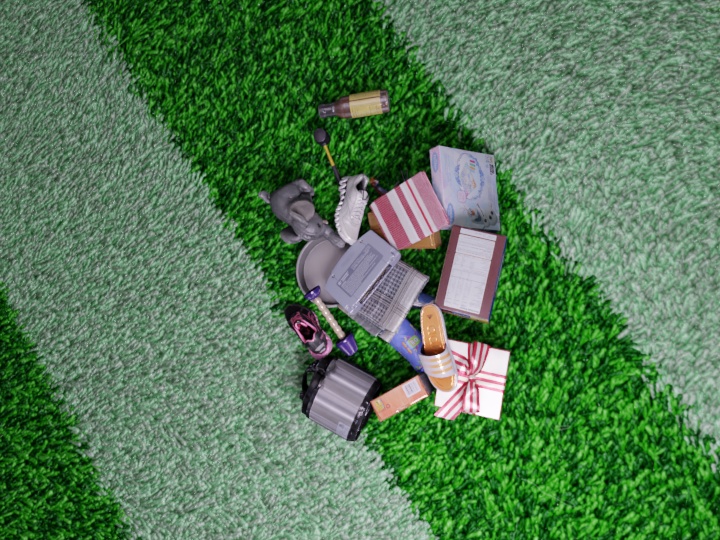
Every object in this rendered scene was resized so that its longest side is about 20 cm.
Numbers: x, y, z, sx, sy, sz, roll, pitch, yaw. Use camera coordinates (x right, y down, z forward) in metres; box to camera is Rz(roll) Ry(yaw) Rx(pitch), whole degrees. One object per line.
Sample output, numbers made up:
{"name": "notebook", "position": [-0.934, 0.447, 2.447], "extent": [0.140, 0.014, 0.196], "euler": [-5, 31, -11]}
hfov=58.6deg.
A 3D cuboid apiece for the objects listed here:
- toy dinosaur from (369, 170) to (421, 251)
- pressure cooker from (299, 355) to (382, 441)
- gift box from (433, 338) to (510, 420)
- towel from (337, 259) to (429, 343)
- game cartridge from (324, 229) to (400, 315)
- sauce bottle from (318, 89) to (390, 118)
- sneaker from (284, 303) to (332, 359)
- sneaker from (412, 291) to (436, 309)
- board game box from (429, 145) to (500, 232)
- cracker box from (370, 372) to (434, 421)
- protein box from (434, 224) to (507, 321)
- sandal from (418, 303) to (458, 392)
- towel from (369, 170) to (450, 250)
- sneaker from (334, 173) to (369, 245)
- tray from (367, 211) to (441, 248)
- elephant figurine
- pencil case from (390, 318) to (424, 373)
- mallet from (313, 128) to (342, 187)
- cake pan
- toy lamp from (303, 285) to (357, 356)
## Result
{"name": "toy dinosaur", "position": [0.095, -0.174, 1.707], "extent": [0.179, 0.104, 0.205], "euler": [18, 97, 29]}
{"name": "pressure cooker", "position": [-0.061, 0.315, 1.635], "extent": [0.197, 0.178, 0.179], "euler": [25, 92, 12]}
{"name": "gift box", "position": [0.259, 0.266, 1.574], "extent": [0.195, 0.187, 0.189], "euler": [5, 85, 10]}
{"name": "towel", "position": [0.053, 0.058, 1.647], "extent": [0.191, 0.034, 0.202], "euler": [31, 87, 30]}
{"name": "game cartridge", "position": [0.000, 0.000, 1.665], "extent": [0.133, 0.040, 0.201], "euler": [41, 91, 33]}
{"name": "sauce bottle", "position": [-0.017, -0.454, 1.769], "extent": [0.195, 0.065, 0.066], "euler": [-5, 83, 11]}
{"name": "sneaker", "position": [-0.150, 0.143, 1.688], "extent": [0.079, 0.095, 0.200], "euler": [-46, 49, -1]}
{"name": "sneaker", "position": [0.116, 0.051, 1.677], "extent": [0.196, 0.076, 0.079], "euler": [18, 84, 18]}
{"name": "board game box", "position": [0.267, -0.202, 1.633], "extent": [0.043, 0.196, 0.205], "euler": [-13, 78, 53]}
{"name": "cracker box", "position": [0.108, 0.310, 1.591], "extent": [0.132, 0.200, 0.058], "euler": [-30, 78, 6]}
{"name": "protein box", "position": [0.276, 0.015, 1.591], "extent": [0.132, 0.198, 0.205], "euler": [13, 87, 13]}
{"name": "sandal", "position": [0.166, 0.184, 1.489], "extent": [0.078, 0.059, 0.211], "euler": [-15, 87, 32]}
{"name": "towel", "position": [0.120, -0.143, 1.598], "extent": [0.198, 0.023, 0.146], "euler": [-27, 91, 45]}
{"name": "sneaker", "position": [-0.018, -0.167, 1.699], "extent": [0.080, 0.075, 0.204], "euler": [-15, 61, 37]}
{"name": "tray", "position": [0.111, -0.108, 1.657], "extent": [0.197, 0.037, 0.101], "euler": [1, 108, 41]}
{"name": "elephant figurine", "position": [-0.153, -0.135, 1.696], "extent": [0.153, 0.142, 0.202], "euler": [-28, 55, 5]}
{"name": "pencil case", "position": [0.114, 0.177, 1.666], "extent": [0.087, 0.078, 0.200], "euler": [-39, 76, -25]}
{"name": "mallet", "position": [-0.076, -0.296, 1.782], "extent": [0.040, 0.066, 0.203], "euler": [-23, 95, 9]}
{"name": "cake pan", "position": [-0.077, -0.001, 1.744], "extent": [0.195, 0.037, 0.205], "euler": [-1, 84, 11]}
{"name": "toy lamp", "position": [-0.074, 0.136, 1.699], "extent": [0.058, 0.058, 0.202], "euler": [-31, 97, 6]}
